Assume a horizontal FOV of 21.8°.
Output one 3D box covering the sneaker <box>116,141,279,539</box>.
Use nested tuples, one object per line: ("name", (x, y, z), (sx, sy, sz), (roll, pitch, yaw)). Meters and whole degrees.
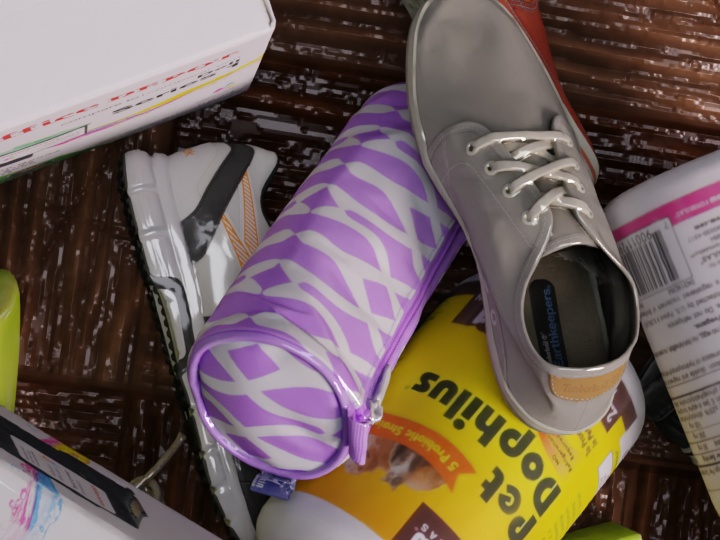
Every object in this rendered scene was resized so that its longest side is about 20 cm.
("sneaker", (-0.051, 0.036, 0.854), (0.079, 0.074, 0.202), (-14, 92, -11))

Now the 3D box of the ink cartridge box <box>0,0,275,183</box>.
("ink cartridge box", (-0.119, -0.100, 0.784), (0.144, 0.200, 0.085), (-21, 91, -7))

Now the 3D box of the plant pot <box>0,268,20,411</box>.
("plant pot", (-0.239, 0.099, 0.772), (0.197, 0.200, 0.184), (-1, 95, -9))

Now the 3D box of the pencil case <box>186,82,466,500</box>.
("pencil case", (0.000, 0.000, 0.808), (0.085, 0.084, 0.201), (8, 44, 22))

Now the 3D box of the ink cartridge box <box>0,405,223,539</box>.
("ink cartridge box", (-0.151, 0.123, 0.653), (0.199, 0.083, 0.146), (34, 92, -17))

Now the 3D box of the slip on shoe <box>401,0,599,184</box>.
("slip on shoe", (0.060, -0.124, 0.875), (0.061, 0.074, 0.201), (-31, 94, -24))

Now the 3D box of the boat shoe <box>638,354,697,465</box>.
("boat shoe", (0.202, -0.001, 0.885), (0.071, 0.072, 0.201), (35, 87, -9))

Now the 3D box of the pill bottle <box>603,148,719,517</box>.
("pill bottle", (0.190, 0.045, 0.801), (0.112, 0.113, 0.202), (-21, 85, -7))

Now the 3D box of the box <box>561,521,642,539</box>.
("box", (0.046, 0.202, 0.876), (0.198, 0.048, 0.123), (-14, 90, -8))

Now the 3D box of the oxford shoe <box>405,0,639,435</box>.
("oxford shoe", (0.071, -0.032, 0.786), (0.074, 0.058, 0.202), (-9, 73, -19))

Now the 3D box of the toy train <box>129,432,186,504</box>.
("toy train", (-0.105, 0.187, 0.844), (0.116, 0.085, 0.200), (43, 84, -15))

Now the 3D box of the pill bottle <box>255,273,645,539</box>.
("pill bottle", (0.030, 0.102, 0.817), (0.109, 0.109, 0.200), (44, 65, -4))
